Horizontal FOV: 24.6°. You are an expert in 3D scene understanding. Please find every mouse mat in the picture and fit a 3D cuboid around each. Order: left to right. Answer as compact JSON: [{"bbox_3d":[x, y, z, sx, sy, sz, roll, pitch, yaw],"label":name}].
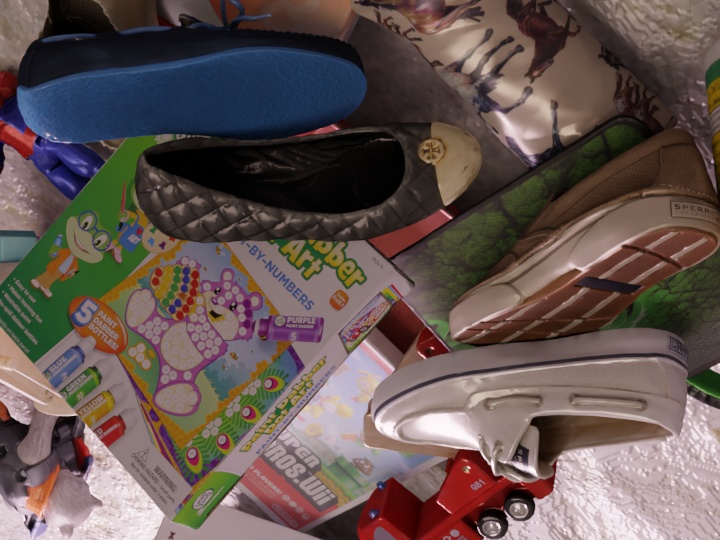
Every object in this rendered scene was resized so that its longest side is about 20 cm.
[{"bbox_3d":[0.127,0.013,0.949,0.200,0.008,0.161,-32,108,37],"label":"mouse mat"}]

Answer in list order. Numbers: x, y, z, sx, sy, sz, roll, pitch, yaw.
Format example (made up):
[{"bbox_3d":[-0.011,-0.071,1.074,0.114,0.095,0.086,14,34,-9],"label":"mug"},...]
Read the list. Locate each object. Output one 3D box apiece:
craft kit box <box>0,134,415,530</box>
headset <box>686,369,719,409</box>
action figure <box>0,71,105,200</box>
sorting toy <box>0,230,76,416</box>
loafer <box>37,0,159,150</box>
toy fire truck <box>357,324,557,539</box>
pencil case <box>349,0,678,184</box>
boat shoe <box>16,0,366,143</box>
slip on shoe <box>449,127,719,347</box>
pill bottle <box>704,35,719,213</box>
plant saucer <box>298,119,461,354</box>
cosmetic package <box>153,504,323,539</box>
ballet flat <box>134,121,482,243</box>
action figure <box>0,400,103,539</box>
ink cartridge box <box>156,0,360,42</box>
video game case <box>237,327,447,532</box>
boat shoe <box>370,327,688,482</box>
[{"bbox_3d":[-0.102,0.015,0.997,0.200,0.198,0.049,43,180,25],"label":"craft kit box"},{"bbox_3d":[0.253,0.024,0.939,0.199,0.094,0.124,-25,111,33],"label":"headset"},{"bbox_3d":[-0.221,-0.065,1.129,0.199,0.099,0.065,37,133,2],"label":"action figure"},{"bbox_3d":[-0.195,0.029,1.147,0.179,0.108,0.200,5,161,25],"label":"sorting toy"},{"bbox_3d":[-0.162,-0.139,1.017,0.075,0.068,0.201,24,146,17],"label":"loafer"},{"bbox_3d":[0.051,0.113,1.078,0.141,0.049,0.200,42,121,-13],"label":"toy fire truck"},{"bbox_3d":[0.080,-0.118,0.927,0.200,0.078,0.089,42,104,-11],"label":"pencil case"},{"bbox_3d":[-0.096,-0.122,0.945,0.198,0.069,0.084,0,135,-17],"label":"boat shoe"},{"bbox_3d":[0.116,-0.012,0.897,0.076,0.061,0.200,9,154,-26],"label":"slip on shoe"},{"bbox_3d":[0.239,-0.023,0.834,0.112,0.112,0.202,-11,77,34],"label":"pill bottle"},{"bbox_3d":[0.000,0.000,1.089,0.200,0.037,0.200,38,133,-8],"label":"plant saucer"},{"bbox_3d":[-0.043,0.239,1.250,0.199,0.052,0.151,17,161,16],"label":"cosmetic package"},{"bbox_3d":[-0.029,-0.052,0.933,0.198,0.067,0.057,-8,152,1],"label":"ballet flat"},{"bbox_3d":[-0.294,0.156,1.332,0.193,0.105,0.201,30,131,18],"label":"action figure"},{"bbox_3d":[-0.094,-0.151,1.025,0.162,0.050,0.201,32,130,3],"label":"ink cartridge box"},{"bbox_3d":[-0.033,0.106,1.156,0.143,0.017,0.200,44,131,-15],"label":"video game case"},{"bbox_3d":[0.094,0.086,0.956,0.199,0.070,0.071,-10,149,25],"label":"boat shoe"}]
